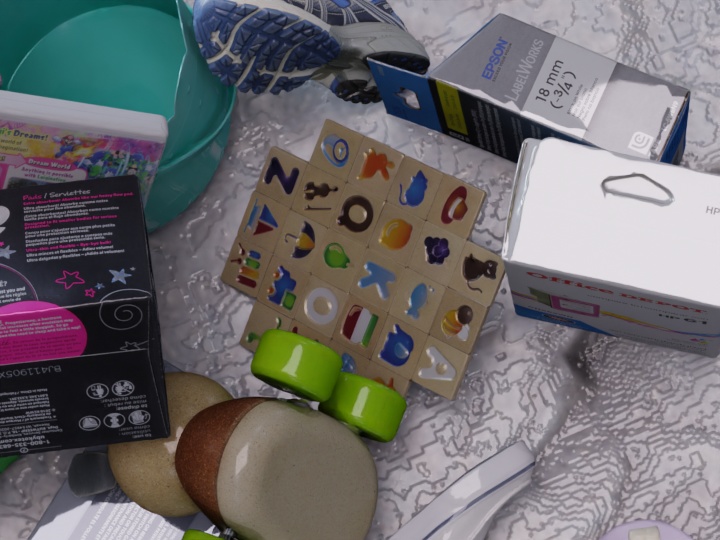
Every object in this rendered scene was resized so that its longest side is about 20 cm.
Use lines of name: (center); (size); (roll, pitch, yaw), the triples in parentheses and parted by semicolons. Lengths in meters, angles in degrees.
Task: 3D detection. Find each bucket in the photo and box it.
bucket: (-0.187, -0.121, 1.670); (0.206, 0.135, 0.208); (-4, 75, 14)

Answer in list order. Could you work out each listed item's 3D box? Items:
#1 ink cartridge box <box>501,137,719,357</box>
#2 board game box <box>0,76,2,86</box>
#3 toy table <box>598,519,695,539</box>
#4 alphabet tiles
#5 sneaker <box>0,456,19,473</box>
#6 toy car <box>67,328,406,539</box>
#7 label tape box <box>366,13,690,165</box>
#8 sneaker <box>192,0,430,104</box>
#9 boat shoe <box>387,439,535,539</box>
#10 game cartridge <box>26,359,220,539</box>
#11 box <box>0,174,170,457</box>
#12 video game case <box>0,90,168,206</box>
ink cartridge box: (0.169, -0.012, 1.591); (0.144, 0.200, 0.085); (12, 80, 8)
board game box: (-0.319, -0.123, 1.613); (0.200, 0.056, 0.196); (-52, 45, 32)
toy table: (0.186, 0.256, 1.579); (0.183, 0.117, 0.201); (-18, 78, 2)
alphabet tiles: (0.000, 0.000, 1.659); (0.200, 0.006, 0.167); (27, 101, 29)
sneaker: (-0.291, 0.165, 1.674); (0.074, 0.084, 0.200); (27, 66, 42)
toy car: (-0.101, 0.120, 1.614); (0.200, 0.158, 0.165); (14, 76, 36)
label tape box: (0.113, -0.111, 1.645); (0.200, 0.144, 0.063); (23, 82, 10)
sneaker: (-0.044, -0.167, 1.667); (0.077, 0.200, 0.085); (-38, 61, 30)
boat shoe: (0.047, 0.194, 1.635); (0.200, 0.074, 0.065); (-43, 82, 7)
game cartridge: (-0.139, 0.172, 1.671); (0.133, 0.040, 0.200); (31, 83, 14)
box: (-0.223, 0.033, 1.528); (0.199, 0.132, 0.115); (-6, 45, -4)
video game case: (-0.237, -0.037, 1.556); (0.199, 0.182, 0.024); (8, 40, -18)
